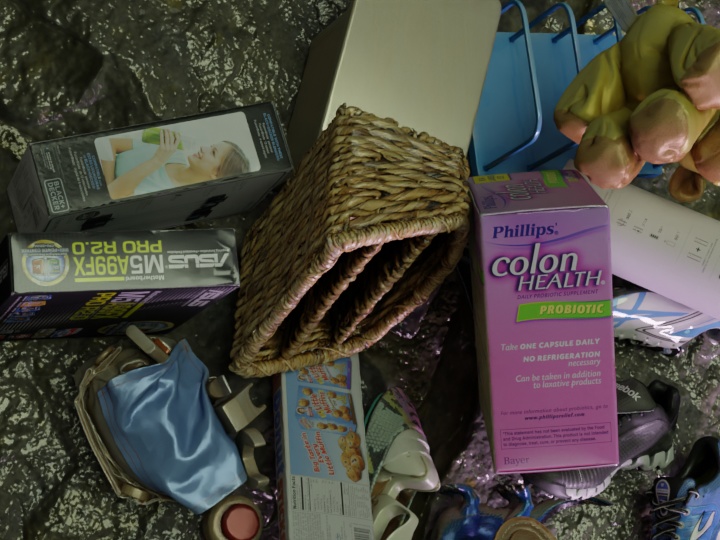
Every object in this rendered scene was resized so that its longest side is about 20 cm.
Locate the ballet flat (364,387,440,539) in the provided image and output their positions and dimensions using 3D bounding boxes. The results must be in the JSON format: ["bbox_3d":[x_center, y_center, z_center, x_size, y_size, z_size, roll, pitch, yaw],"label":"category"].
[{"bbox_3d":[0.022,0.189,1.198,0.069,0.071,0.200,43,58,-37],"label":"ballet flat"}]

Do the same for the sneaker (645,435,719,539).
[{"bbox_3d":[0.274,0.227,1.294,0.089,0.078,0.200,51,56,-21],"label":"sneaker"}]

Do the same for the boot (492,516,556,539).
[{"bbox_3d":[0.126,0.291,1.178,0.077,0.155,0.200,-20,90,-16],"label":"boot"}]

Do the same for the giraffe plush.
[{"bbox_3d":[0.273,-0.130,1.228,0.162,0.172,0.200,37,39,-29],"label":"giraffe plush"}]

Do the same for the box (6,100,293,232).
[{"bbox_3d":[-0.166,-0.072,1.163,0.200,0.117,0.060,-13,80,-24],"label":"box"}]

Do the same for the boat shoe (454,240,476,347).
[{"bbox_3d":[0.132,0.056,1.288,0.068,0.072,0.200,-41,102,-27],"label":"boat shoe"}]

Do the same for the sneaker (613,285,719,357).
[{"bbox_3d":[0.255,0.045,1.340,0.200,0.072,0.073,-3,94,-18],"label":"sneaker"}]

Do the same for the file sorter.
[{"bbox_3d":[0.207,-0.165,1.338,0.200,0.123,0.139,-2,79,-24],"label":"file sorter"}]

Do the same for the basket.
[{"bbox_3d":[0.000,0.000,1.152,0.143,0.200,0.149,21,46,-20],"label":"basket"}]

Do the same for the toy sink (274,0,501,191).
[{"bbox_3d":[0.021,-0.149,1.262,0.130,0.112,0.200,18,77,-18],"label":"toy sink"}]

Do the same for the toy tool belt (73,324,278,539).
[{"bbox_3d":[-0.130,0.132,1.126,0.125,0.123,0.200,-37,94,-25],"label":"toy tool belt"}]

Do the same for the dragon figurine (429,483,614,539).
[{"bbox_3d":[0.112,0.230,1.240,0.200,0.059,0.100,3,79,-18],"label":"dragon figurine"}]

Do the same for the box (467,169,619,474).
[{"bbox_3d":[0.140,0.034,1.160,0.096,0.176,0.200,-5,102,2],"label":"box"}]

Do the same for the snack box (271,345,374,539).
[{"bbox_3d":[-0.031,0.142,1.177,0.072,0.024,0.200,11,50,-20],"label":"snack box"}]

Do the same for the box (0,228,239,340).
[{"bbox_3d":[-0.194,0.013,1.084,0.160,0.200,0.044,-1,79,-24],"label":"box"}]

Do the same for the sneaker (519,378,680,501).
[{"bbox_3d":[0.209,0.135,1.261,0.200,0.066,0.091,-9,120,-44],"label":"sneaker"}]

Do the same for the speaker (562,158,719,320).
[{"bbox_3d":[0.256,-0.025,1.293,0.200,0.081,0.081,23,68,11],"label":"speaker"}]
